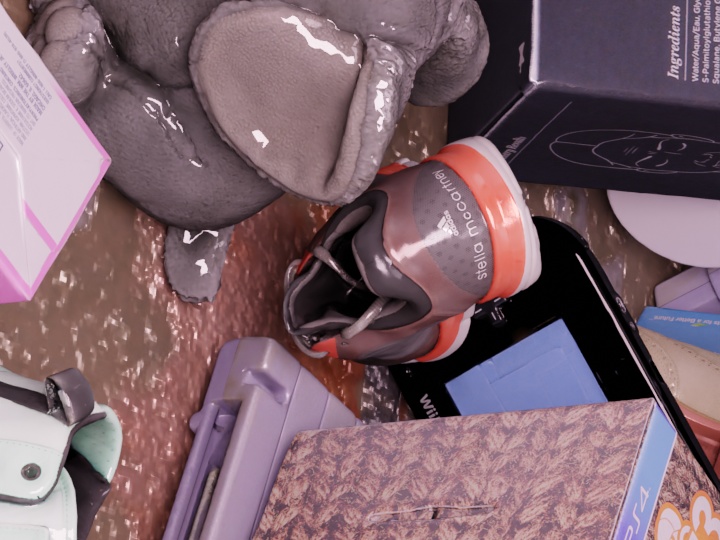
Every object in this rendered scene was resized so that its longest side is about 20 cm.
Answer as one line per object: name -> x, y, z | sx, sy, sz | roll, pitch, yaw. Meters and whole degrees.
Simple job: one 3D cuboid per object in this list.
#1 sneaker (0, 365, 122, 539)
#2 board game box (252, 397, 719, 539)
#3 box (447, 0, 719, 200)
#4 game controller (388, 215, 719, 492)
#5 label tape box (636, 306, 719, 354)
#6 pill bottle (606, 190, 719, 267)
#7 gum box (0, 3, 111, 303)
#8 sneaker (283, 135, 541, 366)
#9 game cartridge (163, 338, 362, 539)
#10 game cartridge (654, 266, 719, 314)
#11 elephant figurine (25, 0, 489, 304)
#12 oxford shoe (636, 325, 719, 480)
sneaker -> -0.153, 0.084, 0.893 | 0.200, 0.118, 0.074 | -49, 144, -46
board game box -> 0.073, 0.151, 1.097 | 0.200, 0.159, 0.097 | 53, 44, -36
box -> 0.150, -0.098, 1.255 | 0.200, 0.148, 0.107 | 5, 77, -12
game controller -> 0.088, 0.080, 1.217 | 0.200, 0.104, 0.042 | 61, 18, 5
label tape box -> 0.165, 0.108, 1.322 | 0.200, 0.144, 0.063 | -57, 142, -41
pill bottle -> 0.190, -0.098, 1.420 | 0.111, 0.111, 0.200 | 59, 42, -31
gum box -> -0.176, -0.069, 0.897 | 0.200, 0.113, 0.066 | 56, 44, -33
sneaker -> 0.000, 0.000, 1.116 | 0.082, 0.200, 0.077 | -22, 82, -18
game cartridge -> -0.036, 0.144, 1.122 | 0.130, 0.038, 0.200 | 49, 48, -44
game cartridge -> 0.258, 0.004, 1.433 | 0.130, 0.200, 0.038 | 40, 29, -46
elephant figurine -> -0.016, -0.089, 1.050 | 0.155, 0.200, 0.142 | 37, 55, -46
oxford shoe -> 0.130, 0.061, 1.267 | 0.074, 0.200, 0.071 | -35, 155, -51
